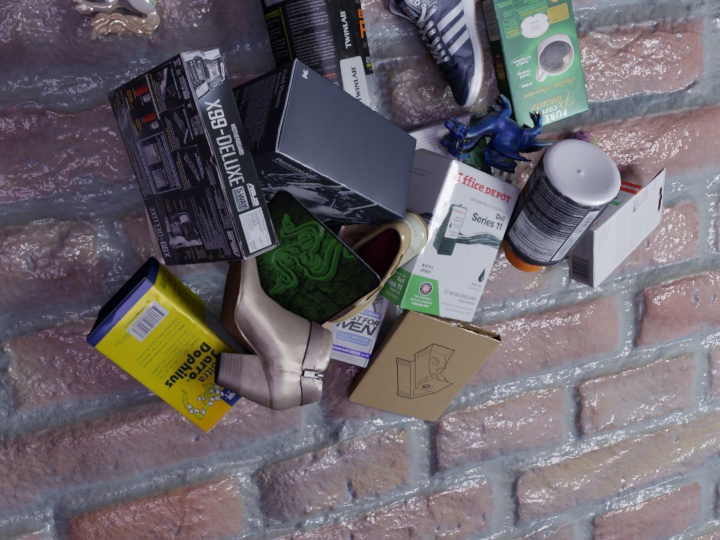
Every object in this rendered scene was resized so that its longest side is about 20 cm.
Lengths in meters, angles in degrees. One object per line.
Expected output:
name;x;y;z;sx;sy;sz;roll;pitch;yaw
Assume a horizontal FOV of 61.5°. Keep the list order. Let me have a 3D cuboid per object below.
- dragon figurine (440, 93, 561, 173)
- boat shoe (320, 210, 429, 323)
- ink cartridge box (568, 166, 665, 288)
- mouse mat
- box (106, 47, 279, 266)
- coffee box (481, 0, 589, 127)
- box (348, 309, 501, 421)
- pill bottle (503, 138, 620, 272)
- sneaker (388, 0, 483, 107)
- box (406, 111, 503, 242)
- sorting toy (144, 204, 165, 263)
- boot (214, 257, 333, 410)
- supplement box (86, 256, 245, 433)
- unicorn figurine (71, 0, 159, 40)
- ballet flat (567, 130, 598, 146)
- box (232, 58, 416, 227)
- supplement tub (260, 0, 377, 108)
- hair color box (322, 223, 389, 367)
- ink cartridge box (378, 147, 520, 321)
dragon figurine;0.206;-0.172;0.832;0.198;0.059;0.101;26;77;-6
boat shoe;0.000;0.000;0.771;0.074;0.066;0.200;50;120;14
ink cartridge box;0.402;-0.075;0.947;0.199;0.050;0.110;-37;132;-25
mouse mat;-0.080;-0.002;0.759;0.161;0.200;0.008;42;50;-9
box;-0.179;-0.108;0.636;0.050;0.156;0.203;-28;107;-44
coffee box;0.252;-0.311;0.873;0.121;0.044;0.203;-21;108;-8
box;0.095;0.147;0.916;0.161;0.021;0.201;19;123;-20
pill bottle;0.263;-0.077;0.838;0.104;0.201;0.108;4;60;-7
sneaker;0.100;-0.320;0.814;0.107;0.070;0.203;-10;100;-17
box;0.127;-0.116;0.893;0.142;0.036;0.203;-19;109;-10
sorting toy;-0.187;-0.125;0.779;0.178;0.107;0.203;-9;99;-24
boot;-0.104;0.075;0.776;0.144;0.070;0.203;10;86;-24
supplement box;-0.243;0.098;0.809;0.110;0.109;0.200;-45;111;0
unicorn figurine;-0.271;-0.377;0.706;0.135;0.074;0.203;-5;120;-23
ballet flat;0.318;-0.110;0.924;0.068;0.071;0.203;17;106;27
box;-0.067;-0.132;0.715;0.199;0.181;0.106;21;73;-41
supplement tub;-0.053;-0.293;0.753;0.121;0.123;0.203;-15;109;-11
hair color box;-0.014;0.028;0.879;0.108;0.065;0.203;16;98;-17
ink cartridge box;0.115;-0.046;0.827;0.145;0.083;0.203;12;100;-37
